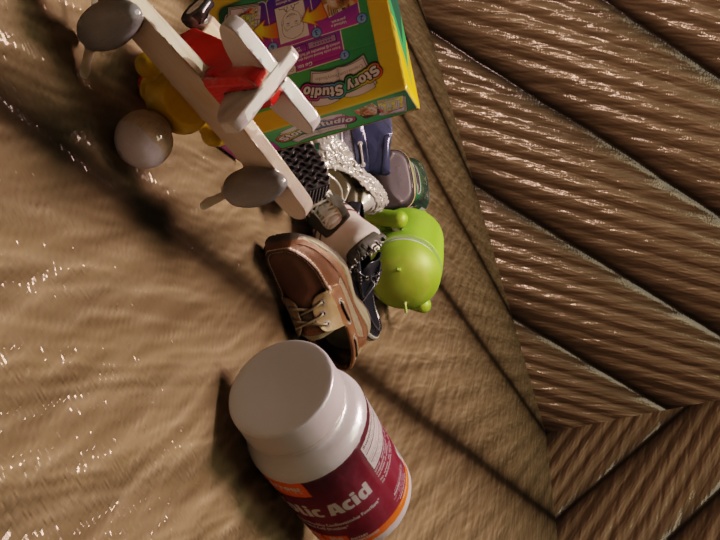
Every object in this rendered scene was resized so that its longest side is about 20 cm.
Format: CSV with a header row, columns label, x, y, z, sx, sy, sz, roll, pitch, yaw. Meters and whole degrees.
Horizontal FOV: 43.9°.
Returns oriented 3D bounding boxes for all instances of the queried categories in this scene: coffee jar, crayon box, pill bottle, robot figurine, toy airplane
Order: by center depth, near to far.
label,x,y,z,sx,sy,sz,roll,pitch,yaw
toy airplane,-0.123,-0.127,0.673,0.200,0.141,0.199,46,-5,12
pill bottle,-0.034,0.159,0.806,0.201,0.113,0.115,62,20,-44
crayon box,-0.055,-0.222,0.900,0.058,0.198,0.174,29,49,-70
robot figurine,0.070,-0.020,1.376,0.200,0.115,0.177,-79,156,-59
coffee jar,0.060,-0.147,1.517,0.200,0.085,0.105,-3,83,-77

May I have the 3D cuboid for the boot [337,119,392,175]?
label,x,y,z,sx,sy,sz,roll,pitch,yaw
boot,-0.001,-0.231,1.268,0.073,0.089,0.202,-113,-158,-88

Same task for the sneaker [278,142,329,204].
label,x,y,z,sx,sy,sz,roll,pitch,yaw
sneaker,-0.094,-0.160,1.004,0.093,0.070,0.201,146,-77,-77

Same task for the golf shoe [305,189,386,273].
label,x,y,z,sx,sy,sz,roll,pitch,yaw
golf shoe,-0.031,-0.047,1.052,0.088,0.077,0.200,50,-3,-15

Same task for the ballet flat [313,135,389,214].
label,x,y,z,sx,sy,sz,roll,pitch,yaw
ballet flat,-0.022,-0.114,1.219,0.200,0.071,0.072,43,35,-52

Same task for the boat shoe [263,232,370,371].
label,x,y,z,sx,sy,sz,roll,pitch,yaw
boat shoe,-0.042,0.039,0.970,0.200,0.075,0.074,54,35,-44

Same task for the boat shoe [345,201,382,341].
label,x,y,z,sx,sy,sz,roll,pitch,yaw
boat shoe,0.000,0.000,1.197,0.075,0.062,0.202,-63,139,-72
